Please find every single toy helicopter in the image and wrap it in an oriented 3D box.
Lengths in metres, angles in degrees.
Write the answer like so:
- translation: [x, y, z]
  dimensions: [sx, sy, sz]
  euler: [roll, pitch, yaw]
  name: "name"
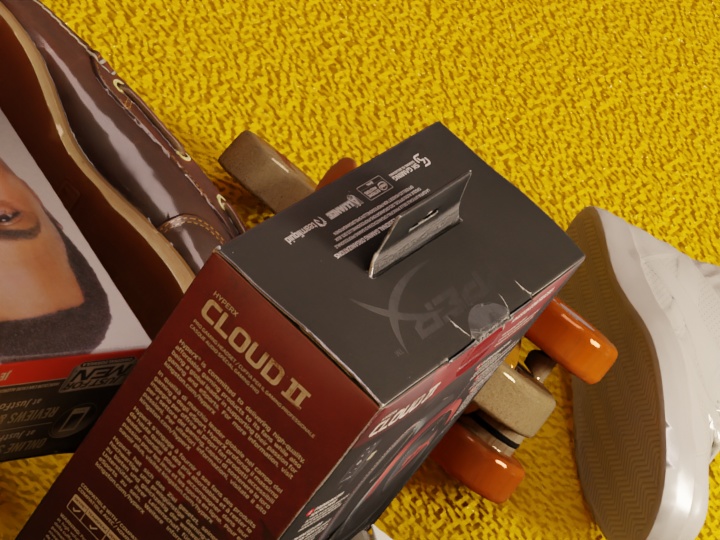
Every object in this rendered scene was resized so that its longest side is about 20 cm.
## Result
- translation: [0.000, 0.000, 1.073]
  dimensions: [0.200, 0.079, 0.132]
  euler: [43, 8, 39]
  name: "toy helicopter"

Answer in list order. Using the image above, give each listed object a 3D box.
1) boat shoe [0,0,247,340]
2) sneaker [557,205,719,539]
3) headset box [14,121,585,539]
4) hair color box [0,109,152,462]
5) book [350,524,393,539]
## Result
- translation: [-0.109, -0.043, 1.044]
  dimensions: [0.070, 0.070, 0.200]
  euler: [-21, 71, -51]
  name: "boat shoe"
- translation: [0.152, 0.055, 1.153]
  dimensions: [0.115, 0.074, 0.200]
  euler: [20, 35, -18]
  name: "sneaker"
- translation: [-0.021, 0.046, 0.892]
  dimensions: [0.075, 0.200, 0.149]
  euler: [43, 35, 10]
  name: "headset box"
- translation: [-0.167, -0.026, 0.916]
  dimensions: [0.101, 0.061, 0.200]
  euler: [-6, 53, -47]
  name: "hair color box"
- translation: [0.055, 0.186, 0.844]
  dimensions: [0.134, 0.048, 0.200]
  euler: [36, 18, -32]
  name: "book"
